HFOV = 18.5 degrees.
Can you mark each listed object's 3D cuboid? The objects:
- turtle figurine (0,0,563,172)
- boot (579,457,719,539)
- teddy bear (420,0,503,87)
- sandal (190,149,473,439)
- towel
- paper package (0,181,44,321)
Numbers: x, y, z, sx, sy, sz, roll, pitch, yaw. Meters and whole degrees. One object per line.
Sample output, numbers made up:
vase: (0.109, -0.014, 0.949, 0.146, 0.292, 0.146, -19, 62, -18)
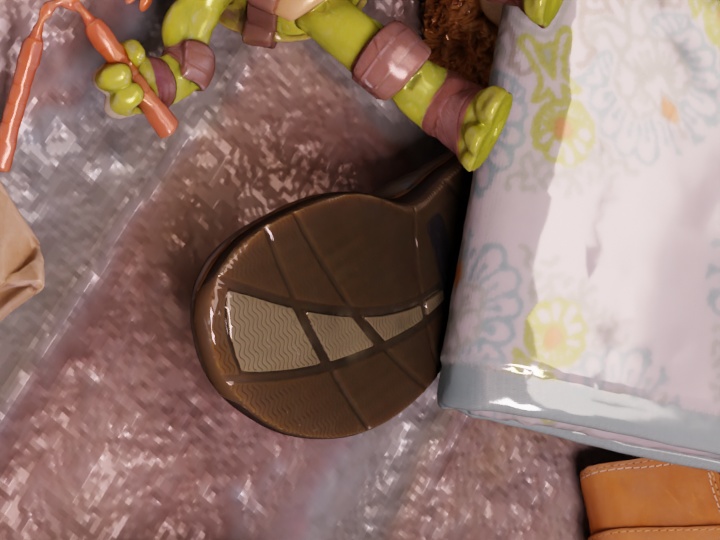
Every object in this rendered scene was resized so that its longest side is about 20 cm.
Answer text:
turtle figurine: (-0.022, -0.091, 0.725, 0.161, 0.064, 0.200, 25, 73, 8)
boot: (0.107, 0.144, 0.799, 0.200, 0.077, 0.156, -8, 79, -29)
teddy bear: (0.036, -0.152, 0.807, 0.145, 0.067, 0.200, -6, 84, -37)
sandal: (0.000, 0.000, 0.757, 0.200, 0.055, 0.082, -35, 116, -53)
towel: (0.128, -0.016, 0.783, 0.200, 0.048, 0.172, 13, 80, -24)
paper package: (-0.200, -0.037, 0.505, 0.103, 0.200, 0.191, -41, 107, -36)
